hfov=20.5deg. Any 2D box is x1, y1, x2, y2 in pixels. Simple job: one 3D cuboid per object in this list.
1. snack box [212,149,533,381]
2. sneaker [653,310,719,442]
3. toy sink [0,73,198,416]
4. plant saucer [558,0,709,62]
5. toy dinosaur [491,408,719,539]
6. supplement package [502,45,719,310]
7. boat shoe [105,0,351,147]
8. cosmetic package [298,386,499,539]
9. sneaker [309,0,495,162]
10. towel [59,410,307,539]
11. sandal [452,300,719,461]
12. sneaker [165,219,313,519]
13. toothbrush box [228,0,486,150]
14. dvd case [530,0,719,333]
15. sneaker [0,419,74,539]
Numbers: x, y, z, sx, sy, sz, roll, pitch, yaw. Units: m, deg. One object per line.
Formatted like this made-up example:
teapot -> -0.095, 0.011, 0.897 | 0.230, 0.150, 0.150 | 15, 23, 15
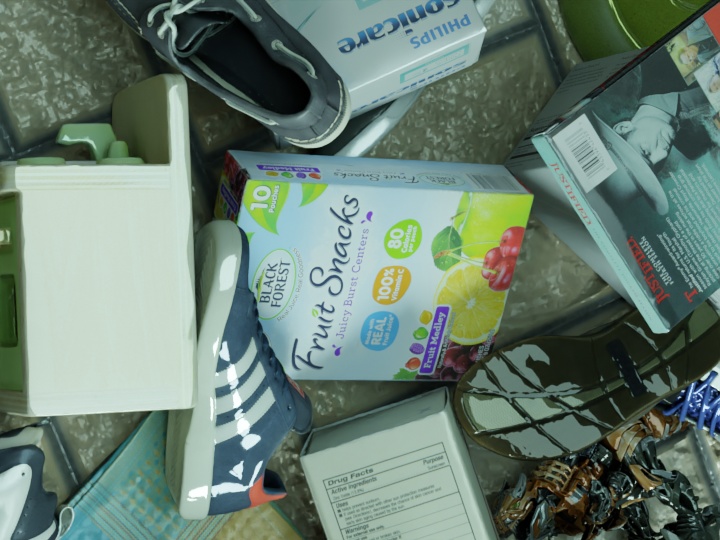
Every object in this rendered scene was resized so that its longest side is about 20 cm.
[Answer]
snack box -> 0.000, 0.000, 1.290 | 0.200, 0.053, 0.142 | 2, 115, -24
sneaker -> 0.257, 0.096, 1.377 | 0.115, 0.081, 0.199 | -1, 49, -26
toy sink -> -0.172, -0.015, 1.203 | 0.112, 0.130, 0.200 | -1, 89, -22
plant saucer -> 0.235, -0.214, 1.445 | 0.200, 0.031, 0.200 | 1, 87, -23
toy dinosaur -> 0.183, 0.144, 1.378 | 0.200, 0.102, 0.136 | -33, 86, -10
supplement package -> 0.217, -0.062, 1.338 | 0.156, 0.200, 0.111 | 42, 73, -17
boat shoe -> -0.090, -0.149, 1.176 | 0.200, 0.063, 0.073 | 40, 96, 10
cosmetic package -> 0.041, 0.189, 1.297 | 0.103, 0.087, 0.200 | -17, 97, 6
sneaker -> 0.000, -0.147, 1.323 | 0.099, 0.071, 0.200 | 40, 74, -9
towel -> -0.107, 0.198, 1.284 | 0.147, 0.022, 0.200 | -47, 107, -17
sandal -> 0.149, 0.069, 1.313 | 0.200, 0.055, 0.082 | -25, 85, -23
sneaker -> -0.069, 0.060, 1.224 | 0.084, 0.075, 0.200 | -1, 120, -17
toothbrush box -> -0.029, -0.198, 1.254 | 0.146, 0.085, 0.200 | -23, 84, -3
dvd case -> 0.216, -0.077, 1.217 | 0.200, 0.022, 0.146 | -38, 102, -21
sneaker -> -0.253, 0.115, 1.187 | 0.199, 0.079, 0.130 | 47, 73, -12
